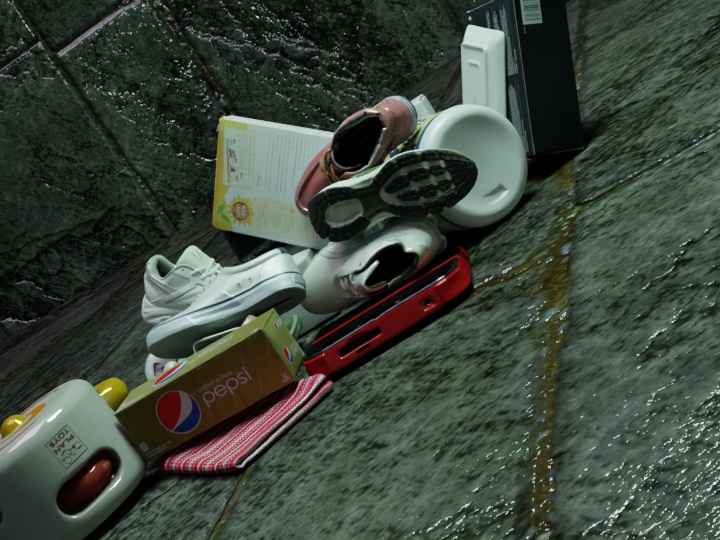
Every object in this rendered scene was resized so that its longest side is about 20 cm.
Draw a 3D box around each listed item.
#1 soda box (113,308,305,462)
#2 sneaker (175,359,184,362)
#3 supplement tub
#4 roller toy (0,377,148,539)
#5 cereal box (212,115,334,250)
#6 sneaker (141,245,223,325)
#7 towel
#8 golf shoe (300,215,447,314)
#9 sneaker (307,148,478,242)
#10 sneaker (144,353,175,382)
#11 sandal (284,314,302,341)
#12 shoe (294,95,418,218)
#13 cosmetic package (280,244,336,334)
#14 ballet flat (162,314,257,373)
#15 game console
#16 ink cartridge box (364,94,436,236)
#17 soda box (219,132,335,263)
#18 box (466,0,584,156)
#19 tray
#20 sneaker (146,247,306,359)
[{"bbox_3d":[-0.160,0.122,1.406,0.200,0.068,0.064,-30,11,17],"label":"soda box"},{"bbox_3d":[-0.177,0.098,1.650,0.074,0.080,0.200,-53,4,48],"label":"sneaker"},{"bbox_3d":[0.097,-0.116,1.605,0.144,0.145,0.200,-38,12,-22],"label":"supplement tub"},{"bbox_3d":[-0.335,0.212,1.425,0.200,0.140,0.183,-36,12,12],"label":"roller toy"},{"bbox_3d":[-0.086,-0.107,1.644,0.199,0.145,0.040,12,17,20],"label":"cereal box"},{"bbox_3d":[-0.183,0.021,1.582,0.199,0.100,0.078,4,22,23],"label":"sneaker"},{"bbox_3d":[-0.125,0.161,1.378,0.145,0.023,0.200,-41,13,-28],"label":"towel"},{"bbox_3d":[0.000,0.000,1.477,0.200,0.078,0.097,-31,11,27],"label":"golf shoe"},{"bbox_3d":[0.040,-0.096,1.467,0.199,0.077,0.089,-15,15,24],"label":"sneaker"},{"bbox_3d":[-0.212,0.108,1.718,0.087,0.076,0.200,-30,12,21],"label":"sneaker"},{"bbox_3d":[-0.152,0.114,1.560,0.201,0.057,0.080,-36,11,-10],"label":"sandal"},{"bbox_3d":[-0.022,-0.126,1.537,0.200,0.072,0.091,-41,-6,28],"label":"shoe"},{"bbox_3d":[-0.079,0.015,1.707,0.107,0.085,0.200,-31,12,15],"label":"cosmetic package"},{"bbox_3d":[-0.181,0.119,1.493,0.200,0.067,0.068,-36,-2,5],"label":"ballet flat"},{"bbox_3d":[0.031,0.045,1.424,0.200,0.031,0.177,-31,5,9],"label":"game console"},{"bbox_3d":[0.039,-0.121,1.786,0.200,0.147,0.083,-32,8,13],"label":"ink cartridge box"},{"bbox_3d":[-0.086,-0.091,1.721,0.200,0.071,0.063,-35,-17,9],"label":"soda box"},{"bbox_3d":[0.205,-0.242,1.658,0.079,0.201,0.141,-9,3,-21],"label":"box"},{"bbox_3d":[0.154,-0.207,1.676,0.022,0.201,0.107,-9,18,-19],"label":"tray"},{"bbox_3d":[-0.157,0.039,1.519,0.199,0.073,0.071,-23,56,6],"label":"sneaker"}]
